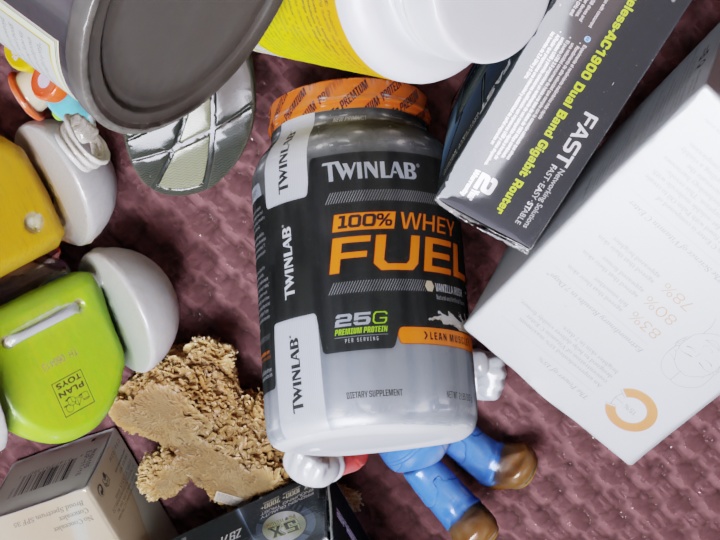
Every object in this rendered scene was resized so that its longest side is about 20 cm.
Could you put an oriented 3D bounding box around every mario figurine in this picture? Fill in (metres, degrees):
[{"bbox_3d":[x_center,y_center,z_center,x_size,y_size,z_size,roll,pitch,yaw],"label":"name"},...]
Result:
[{"bbox_3d":[0.027,0.097,0.875,0.200,0.124,0.106,39,128,-17],"label":"mario figurine"}]

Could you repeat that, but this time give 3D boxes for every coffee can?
[{"bbox_3d":[-0.144,-0.177,0.625,0.199,0.146,0.147,36,119,18],"label":"coffee can"}]

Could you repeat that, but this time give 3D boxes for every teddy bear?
[{"bbox_3d":[-0.084,0.123,0.939,0.199,0.067,0.145,36,125,-17],"label":"teddy bear"}]

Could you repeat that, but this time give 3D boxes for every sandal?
[{"bbox_3d":[-0.103,-0.146,0.808,0.079,0.057,0.203,-2,99,-3],"label":"sandal"}]

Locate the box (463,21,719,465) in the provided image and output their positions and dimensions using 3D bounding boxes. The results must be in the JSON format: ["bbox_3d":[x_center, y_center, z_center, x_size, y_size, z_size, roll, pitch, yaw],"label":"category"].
[{"bbox_3d":[0.169,-0.012,0.726,0.124,0.098,0.200,39,128,-3],"label":"box"}]

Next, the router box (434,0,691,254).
[{"bbox_3d":[0.114,-0.130,0.729,0.062,0.150,0.201,26,116,-7],"label":"router box"}]

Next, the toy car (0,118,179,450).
[{"bbox_3d":[-0.227,0.015,0.853,0.150,0.174,0.201,-18,100,57],"label":"toy car"}]

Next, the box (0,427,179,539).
[{"bbox_3d":[-0.177,0.225,0.986,0.094,0.078,0.201,-21,112,16],"label":"box"}]

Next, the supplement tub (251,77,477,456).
[{"bbox_3d":[0.000,0.000,0.783,0.121,0.123,0.202,-8,77,11],"label":"supplement tub"}]

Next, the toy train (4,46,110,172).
[{"bbox_3d":[-0.219,-0.138,0.774,0.055,0.151,0.200,-32,112,22],"label":"toy train"}]

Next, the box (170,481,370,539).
[{"bbox_3d":[-0.071,0.253,0.907,0.199,0.086,0.165,-25,112,8],"label":"box"}]

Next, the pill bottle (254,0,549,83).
[{"bbox_3d":[0.002,-0.157,0.699,0.109,0.199,0.110,-13,112,-35],"label":"pill bottle"}]
